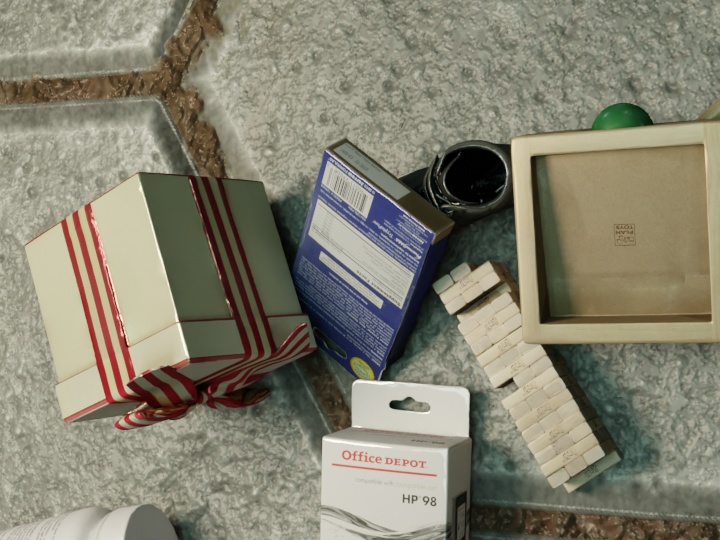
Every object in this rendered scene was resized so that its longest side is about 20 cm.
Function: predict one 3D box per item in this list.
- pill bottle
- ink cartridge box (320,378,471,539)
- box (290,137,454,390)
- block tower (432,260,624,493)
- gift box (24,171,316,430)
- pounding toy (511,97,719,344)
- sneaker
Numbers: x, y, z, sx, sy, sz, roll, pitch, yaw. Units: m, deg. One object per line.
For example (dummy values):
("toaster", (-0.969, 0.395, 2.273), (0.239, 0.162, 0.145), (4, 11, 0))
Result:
("pill bottle", (-0.273, 0.283, 1.089), (0.199, 0.113, 0.114), (-18, 80, 20))
("ink cartridge box", (0.029, 0.198, 0.989), (0.115, 0.067, 0.202), (2, 92, 23))
("box", (0.000, 0.000, 1.002), (0.121, 0.032, 0.201), (39, 136, 20))
("block tower", (0.136, 0.082, 0.965), (0.054, 0.058, 0.201), (-35, 76, 17))
("gift box", (-0.156, 0.030, 1.002), (0.199, 0.184, 0.188), (-26, 76, 39))
("pounding toy", (0.225, -0.056, 0.910), (0.182, 0.142, 0.202), (-2, 97, 23))
("sneaker", (0.055, -0.060, 0.983), (0.199, 0.099, 0.071), (-21, 81, 21))
